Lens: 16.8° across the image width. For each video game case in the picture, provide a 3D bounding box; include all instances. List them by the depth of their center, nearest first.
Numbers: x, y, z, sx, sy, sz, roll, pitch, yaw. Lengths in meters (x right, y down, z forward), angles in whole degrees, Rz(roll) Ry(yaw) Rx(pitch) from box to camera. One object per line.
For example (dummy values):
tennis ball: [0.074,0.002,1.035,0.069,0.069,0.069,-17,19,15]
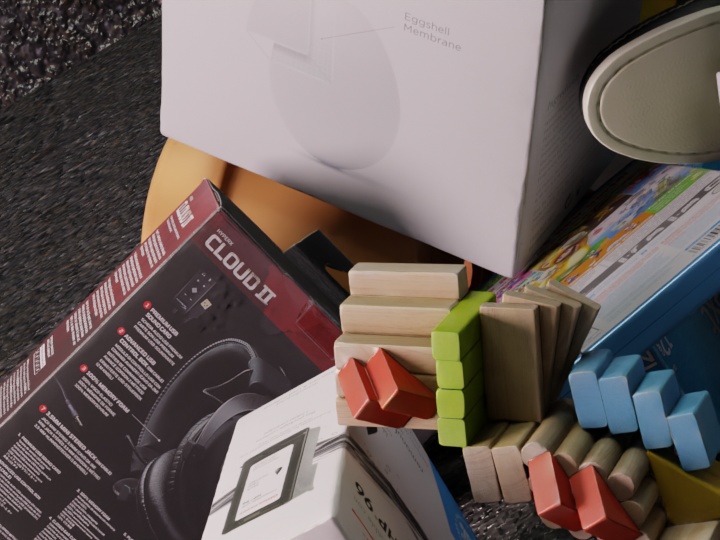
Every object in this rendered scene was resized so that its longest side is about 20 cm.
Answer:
video game case: [0.101,0.006,1.053,0.143,0.018,0.200,-40,12,-6]

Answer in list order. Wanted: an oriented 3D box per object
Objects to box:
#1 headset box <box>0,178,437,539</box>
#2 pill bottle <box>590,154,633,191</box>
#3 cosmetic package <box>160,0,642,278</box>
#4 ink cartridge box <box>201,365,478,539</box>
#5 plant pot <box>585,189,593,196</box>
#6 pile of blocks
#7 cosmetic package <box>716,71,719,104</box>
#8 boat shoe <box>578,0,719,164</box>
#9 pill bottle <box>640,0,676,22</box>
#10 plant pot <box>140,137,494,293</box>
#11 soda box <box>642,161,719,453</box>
headset box: [-0.073,0.069,1.123,0.200,0.149,0.077,-45,15,2]
pill bottle: [0.175,-0.141,1.315,0.114,0.114,0.201,-12,61,50]
cosmetic package: [0.020,-0.138,1.116,0.198,0.201,0.123,23,45,20]
ink cartridge box: [-0.005,0.129,0.946,0.068,0.116,0.200,-28,16,14]
plant pot: [0.088,-0.108,1.452,0.199,0.187,0.186,-1,31,39]
pile of blocks: [0.073,0.059,0.910,0.062,0.199,0.083,-44,-24,-62]
cosmetic package: [0.237,-0.038,0.992,0.081,0.114,0.200,-10,4,-28]
boat shoe: [0.176,-0.106,1.104,0.198,0.075,0.066,-23,34,-17]
pill bottle: [0.144,-0.165,1.207,0.199,0.113,0.112,-6,24,21]
plant pot: [0.000,0.000,1.245,0.139,0.201,0.200,-2,28,29]
soda box: [0.136,0.021,1.110,0.064,0.068,0.200,-28,15,28]
